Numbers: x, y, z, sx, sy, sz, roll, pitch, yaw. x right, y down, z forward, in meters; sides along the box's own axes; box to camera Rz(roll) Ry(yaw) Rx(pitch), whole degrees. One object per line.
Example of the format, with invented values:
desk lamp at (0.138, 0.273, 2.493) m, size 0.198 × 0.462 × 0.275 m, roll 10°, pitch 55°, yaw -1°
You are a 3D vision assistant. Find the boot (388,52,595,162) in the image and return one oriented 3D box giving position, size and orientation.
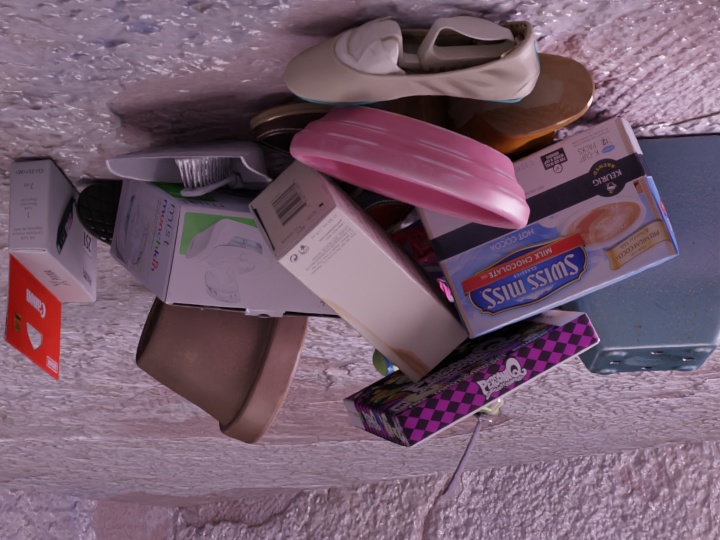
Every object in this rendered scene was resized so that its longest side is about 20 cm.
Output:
boot at (0.136, -0.132, 1.274) m, size 0.200 × 0.071 × 0.144 m, roll -6°, pitch 170°, yaw 36°

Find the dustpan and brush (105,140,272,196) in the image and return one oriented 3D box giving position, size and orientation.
dustpan and brush at (-0.127, -0.090, 1.371) m, size 0.139 × 0.058 × 0.200 m, roll 0°, pitch -168°, yaw 21°

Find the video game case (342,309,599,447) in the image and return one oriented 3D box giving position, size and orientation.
video game case at (0.096, 0.094, 1.370) m, size 0.199 × 0.036 × 0.181 m, roll -27°, pitch -173°, yaw -13°

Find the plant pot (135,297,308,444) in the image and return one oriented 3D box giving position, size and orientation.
plant pot at (-0.178, 0.093, 1.852) m, size 0.174 × 0.201 × 0.200 m, roll 22°, pitch 158°, yaw -15°

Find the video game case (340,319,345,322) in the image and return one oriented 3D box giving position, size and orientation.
video game case at (-0.042, 0.030, 1.682) m, size 0.182 × 0.022 × 0.200 m, roll 26°, pitch 180°, yaw 14°

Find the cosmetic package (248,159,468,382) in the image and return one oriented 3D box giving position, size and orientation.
cosmetic package at (0.000, 0.000, 1.312) m, size 0.071 × 0.105 × 0.200 m, roll -42°, pitch 124°, yaw 8°

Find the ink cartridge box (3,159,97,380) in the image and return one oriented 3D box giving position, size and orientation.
ink cartridge box at (-0.304, 0.004, 1.482) m, size 0.043 × 0.175 × 0.200 m, roll -3°, pitch 165°, yaw 3°

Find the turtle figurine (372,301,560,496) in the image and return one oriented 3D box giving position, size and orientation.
turtle figurine at (0.107, 0.084, 1.547) m, size 0.193 × 0.201 × 0.144 m, roll -27°, pitch -157°, yaw -9°

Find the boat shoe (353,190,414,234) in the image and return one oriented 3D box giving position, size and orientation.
boat shoe at (0.008, -0.044, 1.565) m, size 0.071 × 0.063 × 0.200 m, roll 6°, pitch 161°, yaw -22°

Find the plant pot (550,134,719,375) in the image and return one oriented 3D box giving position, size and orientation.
plant pot at (0.281, -0.005, 1.487) m, size 0.195 × 0.201 × 0.196 m, roll -2°, pitch 165°, yaw 2°

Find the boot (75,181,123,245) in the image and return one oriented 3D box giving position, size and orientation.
boot at (-0.225, -0.037, 1.561) m, size 0.199 × 0.068 × 0.130 m, roll 11°, pitch 166°, yaw -34°

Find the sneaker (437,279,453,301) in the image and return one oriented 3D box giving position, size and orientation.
sneaker at (0.102, 0.036, 1.852) m, size 0.087 × 0.074 × 0.200 m, roll -4°, pitch 169°, yaw 6°

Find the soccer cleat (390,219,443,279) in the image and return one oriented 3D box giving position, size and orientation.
soccer cleat at (0.066, -0.023, 1.511) m, size 0.199 × 0.068 × 0.073 m, roll -31°, pitch 163°, yaw -2°

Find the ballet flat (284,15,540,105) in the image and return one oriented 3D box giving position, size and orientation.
ballet flat at (0.041, -0.167, 1.145) m, size 0.199 × 0.070 × 0.070 m, roll -2°, pitch 165°, yaw -7°

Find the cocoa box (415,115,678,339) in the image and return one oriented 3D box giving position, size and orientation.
cocoa box at (0.170, -0.037, 1.339) m, size 0.199 × 0.132 × 0.133 m, roll -23°, pitch 178°, yaw 12°

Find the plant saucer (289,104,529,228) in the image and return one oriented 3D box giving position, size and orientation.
plant saucer at (0.043, -0.086, 1.199) m, size 0.199 × 0.051 × 0.201 m, roll 17°, pitch 178°, yaw 1°

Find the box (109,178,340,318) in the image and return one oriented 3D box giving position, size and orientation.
box at (-0.114, -0.024, 1.420) m, size 0.199 × 0.097 × 0.176 m, roll 6°, pitch -169°, yaw -26°

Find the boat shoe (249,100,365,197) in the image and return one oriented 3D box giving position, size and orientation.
boat shoe at (-0.006, -0.101, 1.334) m, size 0.199 × 0.072 × 0.072 m, roll 9°, pitch 161°, yaw -35°
